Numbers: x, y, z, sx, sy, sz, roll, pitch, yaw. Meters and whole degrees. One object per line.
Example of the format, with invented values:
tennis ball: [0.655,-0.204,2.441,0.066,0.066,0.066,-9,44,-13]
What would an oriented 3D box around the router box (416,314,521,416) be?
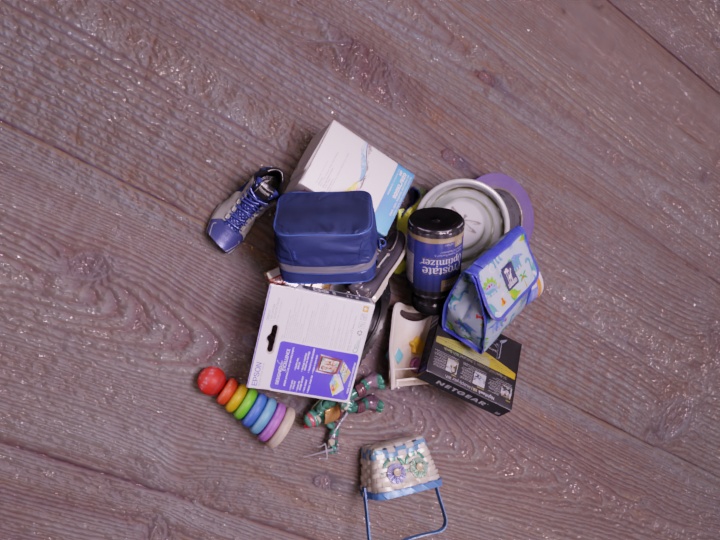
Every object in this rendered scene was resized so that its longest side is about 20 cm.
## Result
router box: [0.229,0.187,1.128,0.198,0.052,0.158,26,56,-7]

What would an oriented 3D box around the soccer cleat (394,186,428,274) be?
soccer cleat: [0.101,-0.089,1.184,0.083,0.065,0.202,30,74,-23]

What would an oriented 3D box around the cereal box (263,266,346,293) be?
cereal box: [-0.096,0.069,1.119,0.143,0.039,0.202,-25,98,-18]

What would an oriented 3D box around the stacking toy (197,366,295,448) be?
stacking toy: [-0.228,0.256,1.048,0.199,0.085,0.086,36,77,-11]

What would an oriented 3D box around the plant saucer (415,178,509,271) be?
plant saucer: [0.210,-0.096,1.143,0.198,0.050,0.203,3,109,7]

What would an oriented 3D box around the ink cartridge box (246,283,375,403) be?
ink cartridge box: [-0.092,0.131,0.993,0.198,0.043,0.200,12,100,-17]

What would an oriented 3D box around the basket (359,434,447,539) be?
basket: [0.081,0.455,1.124,0.174,0.139,0.202,-8,82,-22]

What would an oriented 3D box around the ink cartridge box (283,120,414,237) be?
ink cartridge box: [-0.027,-0.173,1.093,0.199,0.147,0.146,30,79,-18]

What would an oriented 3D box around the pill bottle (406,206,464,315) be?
pill bottle: [0.147,-0.015,1.089,0.111,0.112,0.202,-15,124,-20]

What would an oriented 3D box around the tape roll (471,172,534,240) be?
tape roll: [0.292,-0.116,1.248,0.198,0.085,0.203,0,89,-20]

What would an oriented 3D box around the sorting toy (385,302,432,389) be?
sorting toy: [0.132,0.158,1.178,0.198,0.107,0.182,1,81,-22]

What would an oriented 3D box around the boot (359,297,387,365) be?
boot: [-0.053,0.115,1.070,0.157,0.079,0.212,34,80,-16]

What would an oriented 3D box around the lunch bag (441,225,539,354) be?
lunch bag: [0.254,0.031,1.052,0.170,0.127,0.201,-38,142,-30]

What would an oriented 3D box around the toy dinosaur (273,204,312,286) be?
toy dinosaur: [-0.103,-0.053,1.089,0.106,0.060,0.201,-33,72,13]

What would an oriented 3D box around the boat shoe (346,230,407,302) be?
boat shoe: [0.035,-0.018,1.082,0.063,0.072,0.201,40,55,-16]

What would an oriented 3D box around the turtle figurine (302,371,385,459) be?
turtle figurine: [-0.041,0.285,1.096,0.199,0.151,0.101,-23,56,-31]

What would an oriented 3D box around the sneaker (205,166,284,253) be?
sneaker: [-0.213,-0.131,1.039,0.080,0.115,0.200,42,75,-14]

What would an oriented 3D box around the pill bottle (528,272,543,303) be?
pill bottle: [0.308,0.059,1.235,0.199,0.112,0.113,-31,99,-18]

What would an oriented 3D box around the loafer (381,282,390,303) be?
loafer: [0.000,0.000,1.146,0.201,0.070,0.068,57,48,-27]

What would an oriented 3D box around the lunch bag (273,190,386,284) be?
lunch bag: [-0.052,-0.054,0.977,0.197,0.137,0.133,0,132,3]
